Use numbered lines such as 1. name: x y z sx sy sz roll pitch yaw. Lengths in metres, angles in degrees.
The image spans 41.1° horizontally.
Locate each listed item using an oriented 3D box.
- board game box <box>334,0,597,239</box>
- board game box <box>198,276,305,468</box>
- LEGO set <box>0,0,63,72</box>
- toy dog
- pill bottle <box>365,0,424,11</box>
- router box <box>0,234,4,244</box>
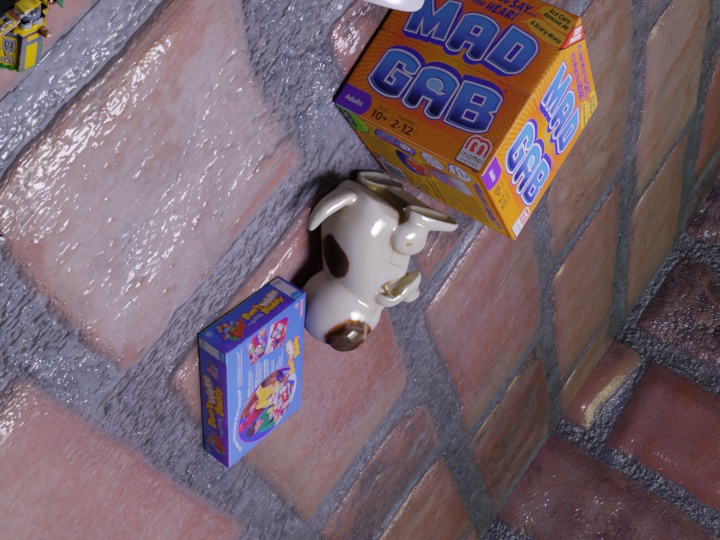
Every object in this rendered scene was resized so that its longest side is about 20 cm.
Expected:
1. board game box: 0.129 -0.193 1.106 0.201 0.199 0.200 -57 155 -5
2. board game box: -0.128 0.124 1.150 0.134 0.045 0.201 -37 146 -39
3. LEGO set: -0.260 -0.160 0.495 0.199 0.155 0.116 -26 168 -32
4. toy dog: 0.000 0.000 1.152 0.193 0.139 0.201 -6 124 -56
5. pill bottle: 0.034 -0.352 0.876 0.111 0.111 0.202 -17 131 -54
6. router box: -0.349 0.018 0.619 0.201 0.062 0.150 -56 153 -11
